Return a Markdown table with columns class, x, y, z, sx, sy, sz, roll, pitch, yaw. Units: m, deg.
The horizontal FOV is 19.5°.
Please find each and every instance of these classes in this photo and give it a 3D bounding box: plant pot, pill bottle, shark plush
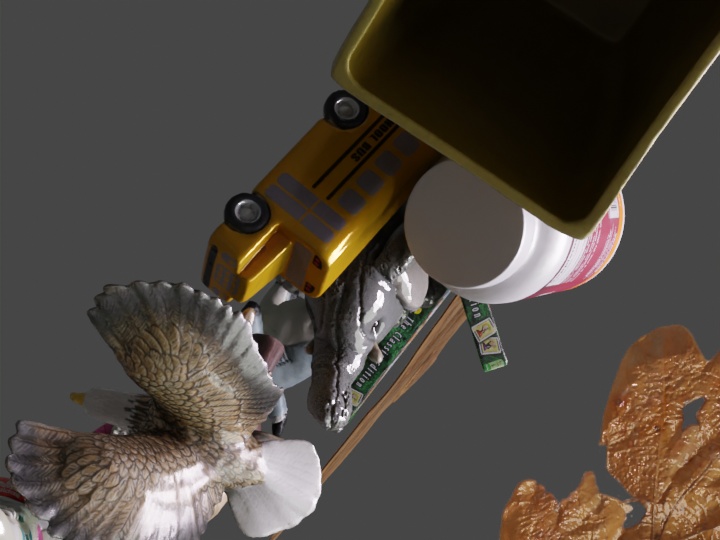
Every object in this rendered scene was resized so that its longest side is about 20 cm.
| class | x | y | z | sx | sy | sz | roll | pitch | yaw |
| --- | --- | --- | --- | --- | --- | --- | --- | --- | --- |
| plant pot | 0.131 | -0.181 | 1.334 | 0.196 | 0.194 | 0.200 | -57 | 180 | 33 |
| pill bottle | 0.104 | -0.036 | 1.442 | 0.113 | 0.113 | 0.200 | -54 | 163 | 16 |
| shark plush | -0.087 | 0.098 | 1.645 | 0.200 | 0.083 | 0.091 | -52 | 176 | 8 |

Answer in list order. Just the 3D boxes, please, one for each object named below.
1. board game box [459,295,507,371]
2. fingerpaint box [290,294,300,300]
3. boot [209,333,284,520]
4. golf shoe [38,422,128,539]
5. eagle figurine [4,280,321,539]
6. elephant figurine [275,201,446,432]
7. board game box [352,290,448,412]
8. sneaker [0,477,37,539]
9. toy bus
| class | x | y | z | sx | sy | sz | roll | pitch | yaw |
| --- | --- | --- | --- | --- | --- | --- | --- | --- | --- |
| board game box | 0.069 | -0.032 | 1.573 | 0.023 | 0.201 | 0.105 | -18 | -166 | 1 |
| fingerpaint box | 0.011 | -0.011 | 1.775 | 0.200 | 0.073 | 0.167 | -52 | 173 | 2 |
| boot | -0.143 | 0.143 | 1.573 | 0.199 | 0.072 | 0.167 | -29 | -153 | 36 |
| golf shoe | -0.193 | 0.169 | 1.463 | 0.200 | 0.075 | 0.092 | -44 | -178 | -20 |
| eagle figurine | -0.118 | 0.096 | 1.281 | 0.150 | 0.153 | 0.200 | -16 | 170 | 8 |
| elephant figurine | 0.000 | 0.000 | 1.501 | 0.141 | 0.156 | 0.200 | -33 | -176 | 10 |
| board game box | 0.038 | 0.052 | 1.833 | 0.200 | 0.023 | 0.105 | -52 | 179 | 4 |
| sneaker | -0.225 | 0.151 | 1.219 | 0.200 | 0.070 | 0.094 | 109 | 2 | -61 |
| toy bus | -0.019 | -0.053 | 1.392 | 0.200 | 0.078 | 0.065 | -48 | 171 | -28 |
